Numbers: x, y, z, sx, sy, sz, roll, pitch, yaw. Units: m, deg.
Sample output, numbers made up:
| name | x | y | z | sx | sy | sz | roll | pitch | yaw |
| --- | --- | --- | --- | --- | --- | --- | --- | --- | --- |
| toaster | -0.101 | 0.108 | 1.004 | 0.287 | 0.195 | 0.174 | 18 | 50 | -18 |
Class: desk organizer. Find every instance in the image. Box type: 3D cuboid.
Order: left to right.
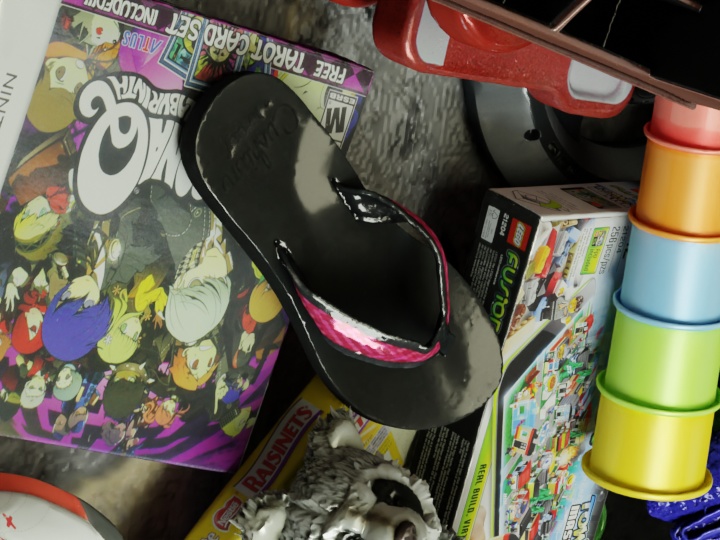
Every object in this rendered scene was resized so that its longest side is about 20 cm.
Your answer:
| name | x | y | z | sx | sy | sz | roll | pitch | yaw |
| --- | --- | --- | --- | --- | --- | --- | --- | --- | --- |
| desk organizer | 0.108 | -0.111 | 1.126 | 0.200 | 0.077 | 0.072 | 17 | 95 | -45 |

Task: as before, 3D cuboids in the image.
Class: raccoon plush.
| name | x | y | z | sx | sy | sz | roll | pitch | yaw |
| --- | --- | --- | --- | --- | --- | --- | --- | --- | --- |
| raccoon plush | -0.018 | 0.146 | 1.242 | 0.134 | 0.200 | 0.097 | 43 | 45 | -8 |

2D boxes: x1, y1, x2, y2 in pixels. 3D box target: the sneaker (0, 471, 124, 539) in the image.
| name | x | y | z | sx | sy | sz | roll | pitch | yaw |
| --- | --- | --- | --- | --- | --- | --- | --- | --- | --- |
| sneaker | -0.165 | 0.124 | 1.093 | 0.067 | 0.108 | 0.201 | -35 | 138 | 27 |

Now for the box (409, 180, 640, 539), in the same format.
| name | x | y | z | sx | sy | sz | roll | pitch | yaw |
| --- | --- | --- | --- | --- | --- | --- | --- | --- | --- |
| box | 0.077 | 0.059 | 1.318 | 0.110 | 0.035 | 0.201 | -5 | 117 | -46 |

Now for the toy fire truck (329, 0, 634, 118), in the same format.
| name | x | y | z | sx | sy | sz | roll | pitch | yaw |
| --- | --- | --- | --- | --- | --- | --- | --- | --- | --- |
| toy fire truck | 0.073 | -0.169 | 1.206 | 0.168 | 0.112 | 0.201 | 6 | 101 | -45 |

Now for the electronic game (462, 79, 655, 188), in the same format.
| name | x | y | z | sx | sy | sz | roll | pitch | yaw |
| --- | --- | --- | --- | --- | --- | --- | --- | --- | --- |
| electronic game | 0.129 | -0.115 | 1.331 | 0.200 | 0.042 | 0.201 | -16 | 119 | -30 |

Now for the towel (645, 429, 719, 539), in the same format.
| name | x | y | z | sx | sy | sz | roll | pitch | yaw |
| --- | --- | --- | --- | --- | --- | --- | --- | --- | --- |
| towel | 0.239 | 0.086 | 1.383 | 0.200 | 0.050 | 0.148 | -23 | 162 | 14 |

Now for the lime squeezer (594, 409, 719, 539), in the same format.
| name | x | y | z | sx | sy | sz | roll | pitch | yaw |
| --- | --- | --- | --- | --- | --- | --- | --- | --- | --- |
| lime squeezer | 0.113 | 0.113 | 1.421 | 0.200 | 0.038 | 0.071 | -44 | 162 | -23 |

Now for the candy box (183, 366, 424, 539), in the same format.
| name | x | y | z | sx | sy | sz | roll | pitch | yaw |
| --- | --- | --- | --- | --- | --- | --- | --- | --- | --- |
| candy box | -0.045 | 0.125 | 1.253 | 0.200 | 0.026 | 0.102 | -51 | 152 | -16 |

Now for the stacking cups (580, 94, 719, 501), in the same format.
| name | x | y | z | sx | sy | sz | roll | pitch | yaw |
| --- | --- | --- | --- | --- | --- | --- | --- | --- | --- |
| stacking cups | 0.137 | -0.003 | 1.279 | 0.060 | 0.060 | 0.201 | -9 | 112 | -41 |

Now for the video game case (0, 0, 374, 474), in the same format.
| name | x | y | z | sx | sy | sz | roll | pitch | yaw |
| --- | --- | --- | --- | --- | --- | --- | --- | --- | --- |
| video game case | -0.099 | -0.019 | 1.159 | 0.200 | 0.036 | 0.182 | 14 | 97 | -45 |

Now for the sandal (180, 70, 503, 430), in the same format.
| name | x | y | z | sx | sy | sz | roll | pitch | yaw |
| --- | --- | --- | --- | --- | --- | --- | --- | --- | --- |
| sandal | 0.000 | 0.000 | 1.185 | 0.075 | 0.045 | 0.200 | -55 | 129 | -19 |
